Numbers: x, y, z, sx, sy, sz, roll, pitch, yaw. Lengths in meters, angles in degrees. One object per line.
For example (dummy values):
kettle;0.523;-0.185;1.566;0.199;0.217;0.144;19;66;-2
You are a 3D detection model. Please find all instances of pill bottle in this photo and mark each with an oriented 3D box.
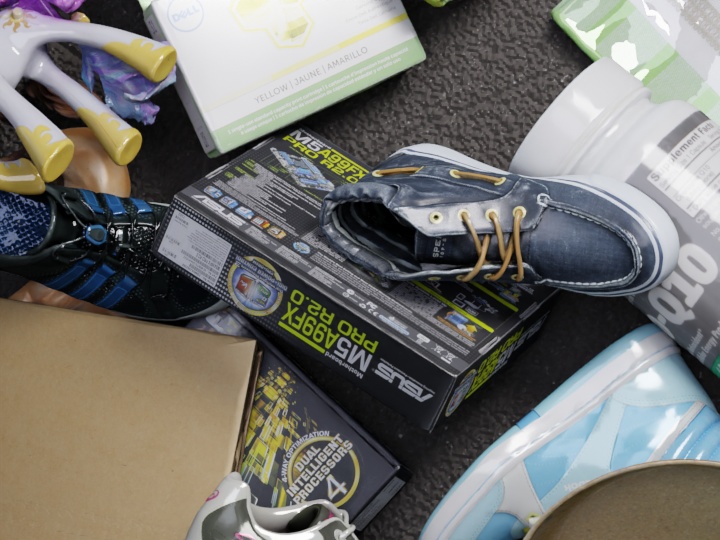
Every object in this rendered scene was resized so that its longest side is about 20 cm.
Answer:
pill bottle;0.191;-0.027;1.651;0.200;0.113;0.113;41;90;12

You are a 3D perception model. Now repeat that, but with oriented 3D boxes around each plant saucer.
plant saucer;0.184;0.178;1.618;0.199;0.035;0.201;2;124;3

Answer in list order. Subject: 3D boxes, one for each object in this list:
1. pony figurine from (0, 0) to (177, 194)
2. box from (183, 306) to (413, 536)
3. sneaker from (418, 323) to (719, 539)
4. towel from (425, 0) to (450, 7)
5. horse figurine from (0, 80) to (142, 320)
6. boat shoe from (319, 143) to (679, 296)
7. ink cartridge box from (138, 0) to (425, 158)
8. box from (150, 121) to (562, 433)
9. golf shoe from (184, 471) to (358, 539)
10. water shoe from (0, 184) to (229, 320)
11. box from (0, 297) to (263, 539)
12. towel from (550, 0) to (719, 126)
pony figurine;-0.211;-0.137;1.686;0.200;0.167;0.193;29;53;21
box;-0.092;0.141;1.715;0.161;0.049;0.200;43;91;17
sneaker;0.139;0.139;1.657;0.200;0.080;0.131;-42;76;4
towel;0.020;-0.256;1.730;0.200;0.023;0.144;45;55;12
horse figurine;-0.190;-0.033;1.760;0.132;0.050;0.201;5;83;13
boat shoe;0.076;-0.017;1.604;0.200;0.091;0.071;14;117;33
ink cartridge box;-0.067;-0.188;1.720;0.145;0.048;0.201;-25;93;-13
box;0.000;0.000;1.664;0.200;0.160;0.044;32;119;13
golf shoe;-0.010;0.185;1.641;0.199;0.077;0.088;19;97;-20
water shoe;-0.164;-0.013;1.688;0.199;0.079;0.072;9;88;8
box;-0.168;0.106;1.702;0.199;0.021;0.164;9;82;15
towel;0.233;-0.175;1.712;0.200;0.031;0.149;-44;76;2
